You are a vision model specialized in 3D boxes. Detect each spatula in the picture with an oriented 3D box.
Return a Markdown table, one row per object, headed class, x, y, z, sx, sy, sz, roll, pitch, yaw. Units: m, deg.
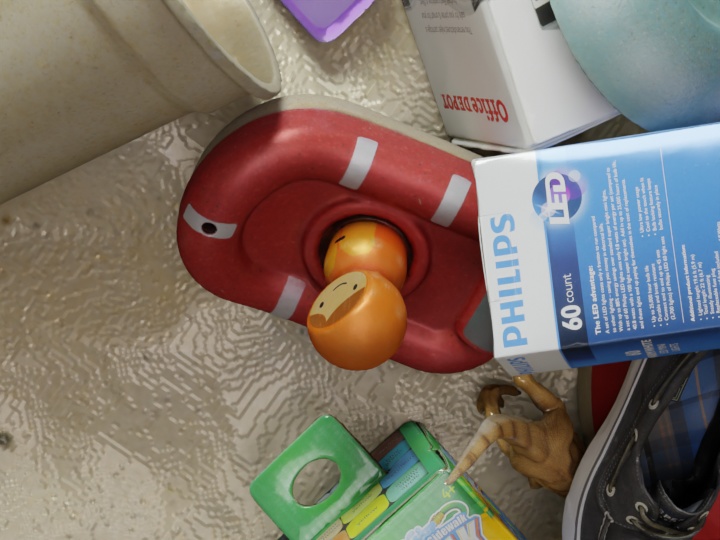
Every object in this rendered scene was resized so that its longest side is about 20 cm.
| class | x | y | z | sx | sy | sz | roll | pitch | yaw |
| --- | --- | --- | --- | --- | --- | --- | --- | --- | --- |
| spatula | -0.067 | -0.212 | 1.131 | 0.057 | 0.021 | 0.200 | -43 | 100 | 2 |

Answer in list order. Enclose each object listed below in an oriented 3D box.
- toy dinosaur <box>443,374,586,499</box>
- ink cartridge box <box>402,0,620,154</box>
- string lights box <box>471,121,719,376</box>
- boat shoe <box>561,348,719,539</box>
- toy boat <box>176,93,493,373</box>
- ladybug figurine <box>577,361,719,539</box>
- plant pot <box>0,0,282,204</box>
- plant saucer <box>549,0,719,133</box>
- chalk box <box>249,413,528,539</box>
| class | x | y | z | sx | sy | sz | roll | pitch | yaw |
| --- | --- | --- | --- | --- | --- | --- | --- | --- | --- |
| toy dinosaur | 0.095 | 0.091 | 1.139 | 0.060 | 0.106 | 0.200 | -33 | 143 | 14 |
| ink cartridge box | 0.069 | -0.170 | 1.088 | 0.083 | 0.147 | 0.201 | -22 | 101 | -12 |
| string lights box | 0.160 | -0.015 | 1.027 | 0.199 | 0.059 | 0.103 | -8 | 77 | 11 |
| boat shoe | 0.162 | 0.105 | 1.099 | 0.070 | 0.066 | 0.200 | 13 | 112 | -17 |
| toy boat | 0.000 | 0.000 | 1.101 | 0.199 | 0.131 | 0.131 | 21 | 126 | -9 |
| ladybug figurine | 0.196 | 0.090 | 1.180 | 0.135 | 0.072 | 0.200 | -27 | 100 | -2 |
| plant pot | -0.170 | -0.123 | 1.059 | 0.183 | 0.200 | 0.201 | -33 | 101 | 10 |
| plant saucer | 0.168 | -0.166 | 1.041 | 0.201 | 0.039 | 0.202 | 5 | 81 | -40 |
| chalk box | 0.028 | 0.170 | 1.146 | 0.125 | 0.124 | 0.200 | -43 | 101 | 0 |
